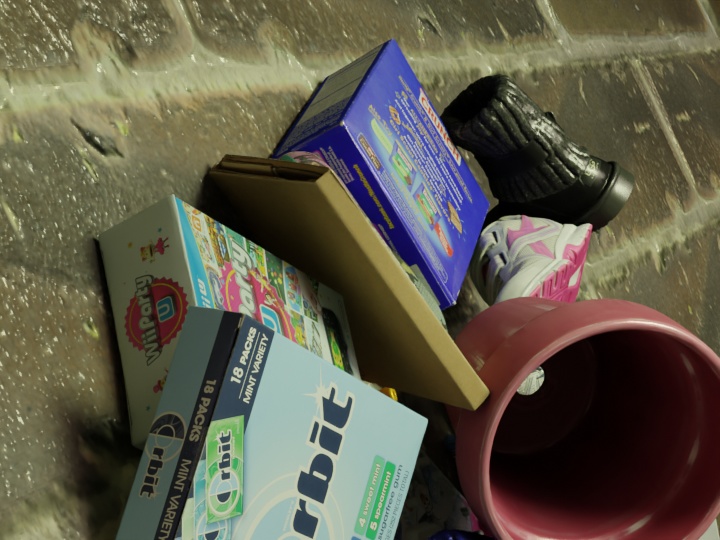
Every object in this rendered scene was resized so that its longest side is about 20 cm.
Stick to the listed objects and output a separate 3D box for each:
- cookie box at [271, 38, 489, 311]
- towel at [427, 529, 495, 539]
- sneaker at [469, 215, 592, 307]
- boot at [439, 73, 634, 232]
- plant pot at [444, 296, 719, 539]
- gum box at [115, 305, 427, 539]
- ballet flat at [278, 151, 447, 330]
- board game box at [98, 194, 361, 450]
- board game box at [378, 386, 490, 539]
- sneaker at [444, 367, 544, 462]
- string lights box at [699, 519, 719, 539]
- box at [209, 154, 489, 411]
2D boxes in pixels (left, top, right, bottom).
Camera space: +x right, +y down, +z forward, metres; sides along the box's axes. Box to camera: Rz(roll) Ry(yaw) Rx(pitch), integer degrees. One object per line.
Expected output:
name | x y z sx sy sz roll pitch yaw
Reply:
cookie box | 0.021 -0.068 1.528 0.171 0.075 0.200 58 23 -15
towel | 0.116 0.264 1.368 0.200 0.050 0.148 28 36 -57
sneaker | 0.127 0.009 1.564 0.200 0.088 0.081 -46 148 -68
boot | 0.123 -0.085 1.679 0.158 0.211 0.079 33 58 -16
plant pot | 0.147 0.104 1.395 0.200 0.200 0.179 55 -6 -23
gum box | -0.050 0.133 1.101 0.200 0.045 0.170 33 69 -52
ballet flat | 0.000 0.000 1.407 0.200 0.069 0.071 55 -4 -13
board game box | -0.072 0.060 1.207 0.200 0.064 0.148 31 38 -53
board game box | 0.060 0.211 1.387 0.200 0.026 0.200 50 26 -32
sneaker | 0.134 0.096 1.548 0.085 0.077 0.200 45 52 -11
string lights box | 0.255 0.190 1.664 0.200 0.059 0.103 131 -51 -86
box | -0.009 0.007 1.316 0.200 0.021 0.163 55 -21 -22
